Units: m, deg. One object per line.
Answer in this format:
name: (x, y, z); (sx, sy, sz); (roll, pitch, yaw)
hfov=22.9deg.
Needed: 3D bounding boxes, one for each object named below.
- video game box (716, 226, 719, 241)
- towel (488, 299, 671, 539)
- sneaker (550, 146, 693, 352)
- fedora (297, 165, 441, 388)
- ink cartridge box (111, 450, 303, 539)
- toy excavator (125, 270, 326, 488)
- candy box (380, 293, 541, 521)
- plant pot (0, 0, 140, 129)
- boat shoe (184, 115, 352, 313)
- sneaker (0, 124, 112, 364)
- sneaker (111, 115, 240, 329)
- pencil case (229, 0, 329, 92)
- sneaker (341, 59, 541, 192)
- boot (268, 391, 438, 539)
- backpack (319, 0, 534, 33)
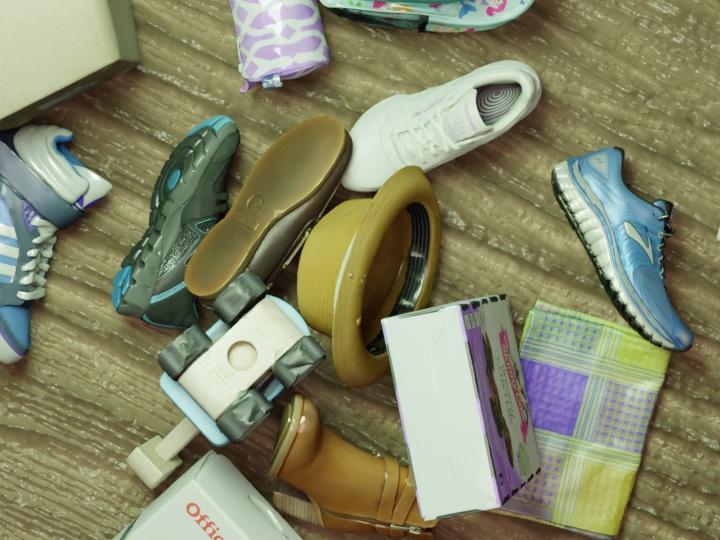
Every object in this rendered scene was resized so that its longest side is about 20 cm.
video game box: (0.434, -0.095, 1.591); (0.182, 0.047, 0.201); (16, 95, -3)
towel: (0.194, 0.141, 1.630); (0.143, 0.023, 0.201); (17, 96, 0)
sneaker: (0.249, -0.020, 1.582); (0.089, 0.079, 0.201); (-27, 89, 2)
fedora: (0.000, 0.000, 1.555); (0.082, 0.200, 0.201); (15, 96, 24)
ink cartridge box: (-0.159, 0.284, 1.602); (0.200, 0.084, 0.146); (-43, 93, 16)
toy excavator: (-0.126, 0.111, 1.558); (0.194, 0.200, 0.100); (-44, 84, -9)
candy box: (0.091, 0.111, 1.527); (0.071, 0.200, 0.168); (-12, 89, 16)
plant pot: (-0.291, -0.225, 1.508); (0.199, 0.200, 0.178); (-26, 94, 3)
boat shoe: (-0.075, -0.046, 1.572); (0.200, 0.070, 0.070); (-49, 54, -2)
sneaker: (-0.285, -0.030, 1.589); (0.146, 0.081, 0.201); (-17, 90, 7)
sneaker: (-0.150, -0.042, 1.602); (0.082, 0.073, 0.201); (23, 98, -23)
pencil case: (-0.087, -0.259, 1.568); (0.085, 0.084, 0.201); (-10, 95, 26)
sneaker: (0.066, -0.131, 1.566); (0.200, 0.100, 0.075); (-28, 95, 5)
boot: (0.001, 0.180, 1.560); (0.155, 0.200, 0.077); (12, 54, 6)
backpack: (0.068, -0.294, 1.531); (0.199, 0.151, 0.178); (9, 93, -5)
